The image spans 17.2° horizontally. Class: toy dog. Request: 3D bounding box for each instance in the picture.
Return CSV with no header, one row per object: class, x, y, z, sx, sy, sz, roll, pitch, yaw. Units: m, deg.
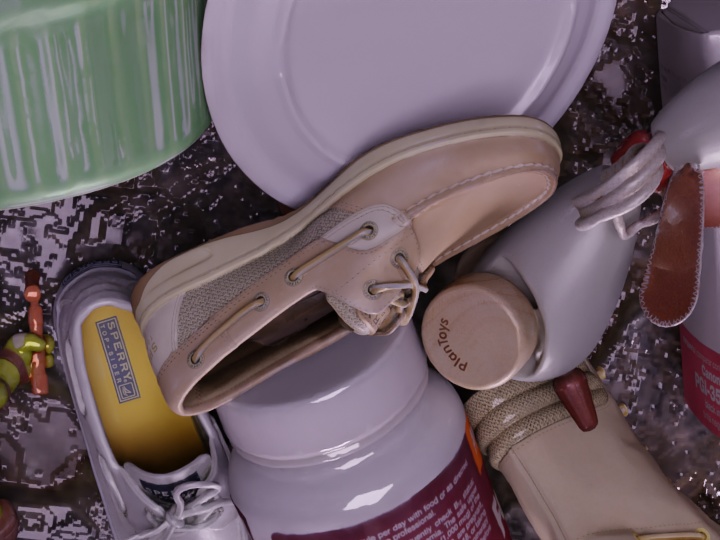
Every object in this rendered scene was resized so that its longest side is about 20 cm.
toy dog,0.117,0.000,1.036,0.096,0.200,0.132,49,48,-5

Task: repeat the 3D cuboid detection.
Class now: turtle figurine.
turtle figurine,-0.182,0.103,1.063,0.064,0.201,0.162,5,125,7

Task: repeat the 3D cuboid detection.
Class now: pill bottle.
pill bottle,0.007,0.113,1.094,0.113,0.114,0.201,-22,119,-3

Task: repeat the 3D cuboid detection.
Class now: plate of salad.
plate of salad,0.021,-0.113,1.010,0.199,0.048,0.201,-15,125,-22

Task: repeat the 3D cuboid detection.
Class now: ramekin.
ramekin,-0.152,-0.099,0.997,0.198,0.200,0.098,-9,112,-7

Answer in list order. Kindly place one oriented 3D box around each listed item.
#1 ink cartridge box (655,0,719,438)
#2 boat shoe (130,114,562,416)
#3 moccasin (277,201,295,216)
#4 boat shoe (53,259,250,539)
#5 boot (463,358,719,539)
ink cartridge box,0.224,-0.032,1.127,0.145,0.083,0.202,-8,105,-6
boat shoe,0.000,0.000,1.012,0.199,0.065,0.072,-24,149,5
moccasin,0.006,-0.080,1.080,0.073,0.078,0.203,0,102,-32
boat shoe,-0.088,0.096,1.107,0.074,0.086,0.203,-18,106,-4
boot,0.138,0.114,1.146,0.073,0.199,0.156,-44,65,26
